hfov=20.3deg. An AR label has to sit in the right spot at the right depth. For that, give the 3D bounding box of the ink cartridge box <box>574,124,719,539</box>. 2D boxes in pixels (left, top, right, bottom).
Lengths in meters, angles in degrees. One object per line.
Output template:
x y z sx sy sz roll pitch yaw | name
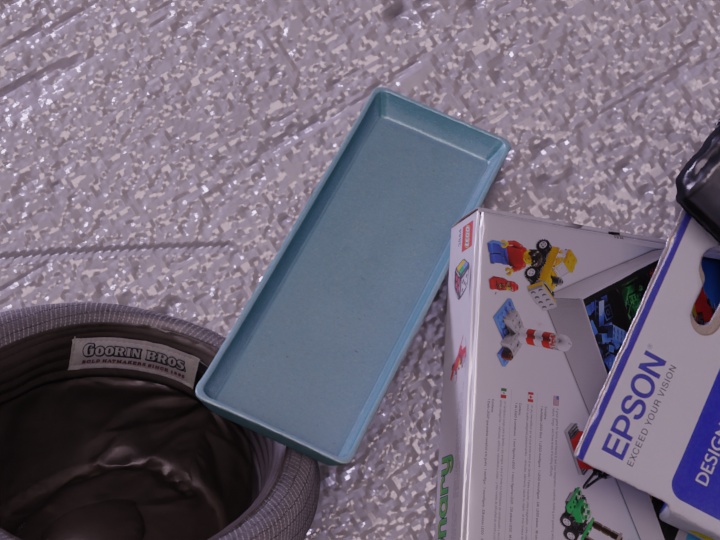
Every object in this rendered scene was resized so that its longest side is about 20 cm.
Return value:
0.207 0.036 0.847 0.200 0.047 0.198 28 78 -7 | ink cartridge box

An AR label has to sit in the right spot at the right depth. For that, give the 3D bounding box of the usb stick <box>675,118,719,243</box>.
0.209 0.015 0.811 0.200 0.033 0.055 44 75 -5 | usb stick

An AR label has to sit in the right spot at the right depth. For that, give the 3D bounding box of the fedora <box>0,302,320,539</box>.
-0.112 0.097 0.821 0.177 0.091 0.200 28 33 16 | fedora

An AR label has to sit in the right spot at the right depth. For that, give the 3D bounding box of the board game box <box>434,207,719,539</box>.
0.096 0.081 0.850 0.126 0.035 0.201 10 73 -18 | board game box

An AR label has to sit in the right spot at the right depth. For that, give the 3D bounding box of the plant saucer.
0.000 0.000 0.870 0.070 0.019 0.200 24 52 6 | plant saucer
